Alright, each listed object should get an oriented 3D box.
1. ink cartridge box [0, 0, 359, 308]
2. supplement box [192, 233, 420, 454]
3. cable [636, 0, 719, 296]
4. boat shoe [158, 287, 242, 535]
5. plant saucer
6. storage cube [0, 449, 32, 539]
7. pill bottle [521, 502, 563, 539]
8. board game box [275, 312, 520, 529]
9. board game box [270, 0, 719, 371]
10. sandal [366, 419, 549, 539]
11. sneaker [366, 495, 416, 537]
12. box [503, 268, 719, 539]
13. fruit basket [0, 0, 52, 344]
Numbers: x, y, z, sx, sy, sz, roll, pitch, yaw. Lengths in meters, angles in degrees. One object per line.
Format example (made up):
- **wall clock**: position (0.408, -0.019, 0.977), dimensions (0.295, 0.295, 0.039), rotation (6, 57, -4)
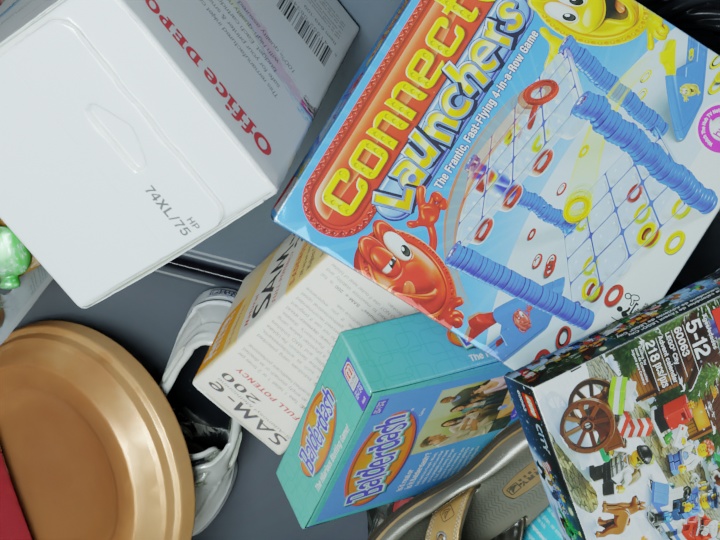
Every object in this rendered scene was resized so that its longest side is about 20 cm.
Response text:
- **ink cartridge box**: position (-0.117, -0.111, 1.153), dimensions (0.146, 0.200, 0.147), rotation (-30, 110, 28)
- **supplement box**: position (0.000, 0.000, 1.237), dimensions (0.074, 0.126, 0.200), rotation (40, 121, -11)
- **cable**: position (0.184, -0.059, 1.168), dimensions (0.163, 0.051, 0.200), rotation (-34, 82, 7)
- **boat shoe**: position (-0.108, 0.107, 1.366), dimensions (0.072, 0.066, 0.200), rotation (23, 124, -1)
- **plant saucer**: position (-0.194, 0.133, 1.370), dimensions (0.200, 0.037, 0.200), rotation (12, 110, 35)
- **storage cube**: position (-0.344, 0.143, 1.338), dimensions (0.200, 0.180, 0.171), rotation (-15, 94, 32)
- **pill bottle**: position (0.165, 0.157, 1.279), dimensions (0.111, 0.111, 0.200), rotation (39, 96, -11)
- **board game box**: position (0.063, 0.072, 1.220), dimensions (0.200, 0.045, 0.152), rotation (-13, 150, -28)
- **board game box**: position (0.086, -0.059, 1.105), dimensions (0.196, 0.056, 0.200), rotation (31, 92, -6)
- **sandal**: position (0.069, 0.161, 1.241), dimensions (0.200, 0.055, 0.082), rotation (-39, 135, 13)
- **sneaker**: position (0.059, 0.178, 1.366), dimensions (0.098, 0.071, 0.200), rotation (32, 164, 44)
- **box**: position (0.171, 0.117, 1.089), dimensions (0.137, 0.038, 0.200), rotation (-25, 106, -14)
- **fruit basket**: position (-0.219, -0.048, 1.219), dimensions (0.094, 0.200, 0.185), rotation (-4, 119, 18)
